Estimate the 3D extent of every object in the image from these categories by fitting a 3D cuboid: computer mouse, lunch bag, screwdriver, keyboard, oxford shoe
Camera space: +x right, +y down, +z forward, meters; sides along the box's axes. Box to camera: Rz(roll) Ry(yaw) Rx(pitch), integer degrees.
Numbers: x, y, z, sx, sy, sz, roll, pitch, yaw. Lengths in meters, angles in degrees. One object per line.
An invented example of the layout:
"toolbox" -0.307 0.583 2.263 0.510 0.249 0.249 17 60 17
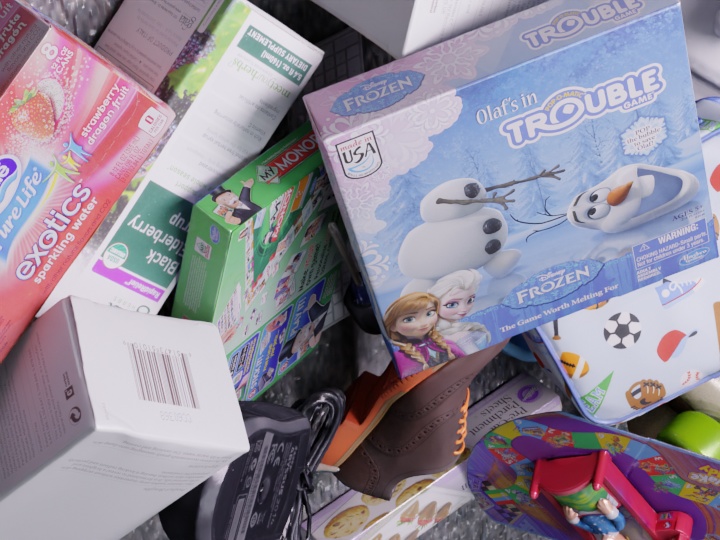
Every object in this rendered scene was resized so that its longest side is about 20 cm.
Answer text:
"computer mouse" -0.073 0.124 1.276 0.200 0.053 0.139 22 86 -73
"lunch bag" 0.186 -0.011 1.357 0.200 0.076 0.160 -31 110 0
"screwdriver" 0.000 0.000 1.301 0.029 0.028 0.200 -38 162 -9
"keyboard" -0.016 -0.052 1.331 0.056 0.011 0.200 -26 132 -27
"oxford shoe" 0.046 0.077 1.363 0.200 0.072 0.071 -44 -167 45

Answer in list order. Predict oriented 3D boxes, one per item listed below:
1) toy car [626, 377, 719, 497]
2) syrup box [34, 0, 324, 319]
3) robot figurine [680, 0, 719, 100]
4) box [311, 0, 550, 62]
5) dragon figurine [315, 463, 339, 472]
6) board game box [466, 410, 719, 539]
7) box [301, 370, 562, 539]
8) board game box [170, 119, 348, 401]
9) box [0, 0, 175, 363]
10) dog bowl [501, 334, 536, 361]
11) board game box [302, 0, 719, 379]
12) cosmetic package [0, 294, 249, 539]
"toy car" 0.220 0.078 1.537 0.164 0.158 0.200 -39 173 -25
"syrup box" -0.117 -0.061 1.184 0.079 0.081 0.200 29 95 -48
"robot figurine" 0.249 -0.180 1.397 0.200 0.113 0.170 -60 -179 12
"box" 0.073 -0.184 1.236 0.200 0.124 0.098 -4 120 -39
"dragon figurine" -0.071 0.203 1.416 0.200 0.059 0.099 -53 138 2
"board game box" 0.164 0.163 1.442 0.158 0.199 0.039 108 -1 -55
"box" 0.050 0.140 1.495 0.200 0.041 0.039 -32 134 -20
"board game box" -0.056 0.006 1.251 0.135 0.029 0.200 -38 157 -39
"box" -0.203 -0.038 1.114 0.200 0.095 0.103 -55 138 2
"dog bowl" 0.089 -0.005 1.421 0.200 0.050 0.112 30 95 -49
"board game box" 0.088 -0.049 1.208 0.200 0.043 0.199 -21 135 -2
"cosmetic package" -0.168 0.101 1.182 0.200 0.081 0.113 -34 149 32
